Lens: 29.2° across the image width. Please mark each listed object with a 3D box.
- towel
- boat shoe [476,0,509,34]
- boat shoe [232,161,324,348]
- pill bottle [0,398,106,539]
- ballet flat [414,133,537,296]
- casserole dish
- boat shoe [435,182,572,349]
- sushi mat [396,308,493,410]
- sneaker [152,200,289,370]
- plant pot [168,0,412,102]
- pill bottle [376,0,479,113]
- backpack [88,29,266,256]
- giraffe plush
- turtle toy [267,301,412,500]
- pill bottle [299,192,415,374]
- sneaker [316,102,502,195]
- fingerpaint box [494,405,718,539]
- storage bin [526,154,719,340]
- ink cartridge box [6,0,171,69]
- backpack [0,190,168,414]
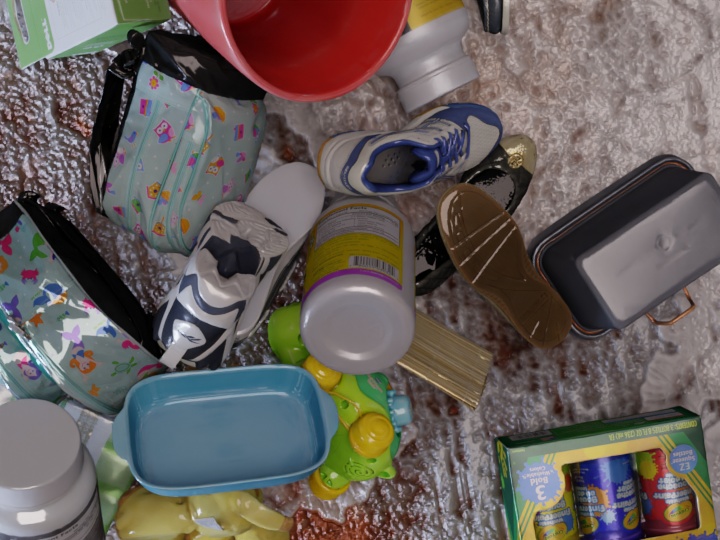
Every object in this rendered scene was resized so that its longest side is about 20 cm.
[{"bbox_3d":[-0.325,0.187,1.368,0.200,0.031,0.149,26,93,-8],"label":"towel"},{"bbox_3d":[0.105,-0.326,1.351,0.062,0.075,0.200,-11,92,-6],"label":"boat shoe"},{"bbox_3d":[-0.094,-0.013,1.355,0.072,0.068,0.200,22,69,2],"label":"boat shoe"},{"bbox_3d":[-0.293,0.212,1.251,0.114,0.200,0.114,2,48,-3],"label":"pill bottle"},{"bbox_3d":[0.110,-0.052,1.373,0.066,0.057,0.200,39,89,-6],"label":"ballet flat"},{"bbox_3d":[-0.120,0.146,1.230,0.200,0.039,0.121,-5,51,-11],"label":"casserole dish"},{"bbox_3d":[0.130,-0.006,1.348,0.071,0.065,0.200,-38,114,-4],"label":"boat shoe"},{"bbox_3d":[0.041,0.060,1.361,0.200,0.096,0.012,31,122,-5],"label":"sushi mat"},{"bbox_3d":[-0.136,0.023,1.252,0.079,0.199,0.130,32,114,-12],"label":"sneaker"},{"bbox_3d":[-0.081,-0.265,1.223,0.200,0.177,0.201,-16,119,-31],"label":"plant pot"},{"bbox_3d":[0.036,-0.259,1.329,0.112,0.112,0.200,-27,94,-3],"label":"pill bottle"},{"bbox_3d":[-0.167,-0.116,1.295,0.127,0.167,0.200,29,106,26],"label":"backpack"},{"bbox_3d":[-0.144,0.177,1.320,0.172,0.200,0.162,4,68,-12],"label":"giraffe plush"},{"bbox_3d":[-0.027,0.119,1.340,0.101,0.146,0.200,-32,78,-37],"label":"turtle toy"},{"bbox_3d":[0.000,0.000,1.292,0.104,0.200,0.104,1,123,2],"label":"pill bottle"},{"bbox_3d":[0.062,-0.105,1.307,0.200,0.088,0.075,-19,114,-25],"label":"sneaker"},{"bbox_3d":[0.249,0.238,1.390,0.200,0.073,0.167,-8,93,-4],"label":"fingerpaint box"},{"bbox_3d":[0.283,-0.012,1.351,0.200,0.134,0.146,-33,95,-1],"label":"storage bin"},{"bbox_3d":[-0.261,-0.260,1.292,0.059,0.200,0.104,-15,94,-38],"label":"ink cartridge box"},{"bbox_3d":[-0.275,0.047,1.275,0.200,0.178,0.151,42,86,7],"label":"backpack"}]
